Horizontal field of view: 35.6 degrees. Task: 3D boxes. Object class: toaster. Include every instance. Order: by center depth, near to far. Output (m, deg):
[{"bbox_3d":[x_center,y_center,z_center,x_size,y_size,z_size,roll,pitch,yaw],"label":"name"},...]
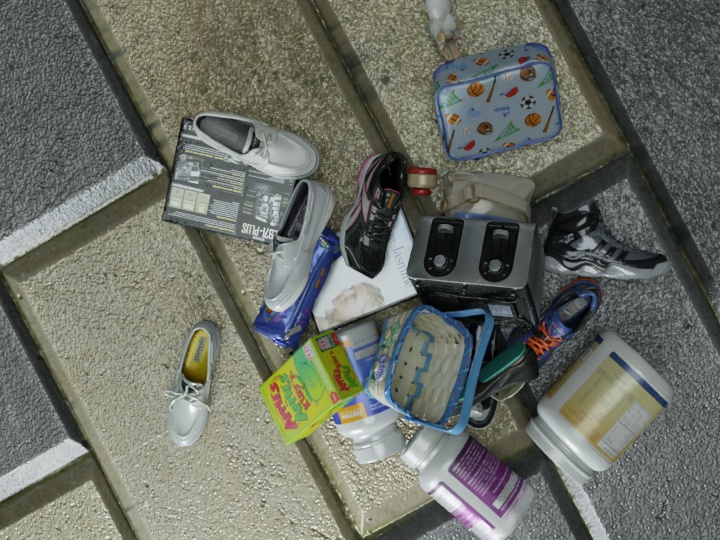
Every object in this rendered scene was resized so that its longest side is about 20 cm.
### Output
[{"bbox_3d":[0.177,0.006,1.638,0.177,0.200,0.121,6,69,19],"label":"toaster"}]

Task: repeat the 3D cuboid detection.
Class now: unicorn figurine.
[{"bbox_3d":[0.124,-0.420,1.701,0.072,0.138,0.204,6,107,-5],"label":"unicorn figurine"}]

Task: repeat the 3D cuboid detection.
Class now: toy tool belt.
[{"bbox_3d":[0.163,-0.087,1.699,0.196,0.125,0.126,4,93,-8],"label":"toy tool belt"}]

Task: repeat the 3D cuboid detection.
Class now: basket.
[{"bbox_3d":[0.103,0.143,1.615,0.138,0.198,0.179,30,70,-35],"label":"basket"}]

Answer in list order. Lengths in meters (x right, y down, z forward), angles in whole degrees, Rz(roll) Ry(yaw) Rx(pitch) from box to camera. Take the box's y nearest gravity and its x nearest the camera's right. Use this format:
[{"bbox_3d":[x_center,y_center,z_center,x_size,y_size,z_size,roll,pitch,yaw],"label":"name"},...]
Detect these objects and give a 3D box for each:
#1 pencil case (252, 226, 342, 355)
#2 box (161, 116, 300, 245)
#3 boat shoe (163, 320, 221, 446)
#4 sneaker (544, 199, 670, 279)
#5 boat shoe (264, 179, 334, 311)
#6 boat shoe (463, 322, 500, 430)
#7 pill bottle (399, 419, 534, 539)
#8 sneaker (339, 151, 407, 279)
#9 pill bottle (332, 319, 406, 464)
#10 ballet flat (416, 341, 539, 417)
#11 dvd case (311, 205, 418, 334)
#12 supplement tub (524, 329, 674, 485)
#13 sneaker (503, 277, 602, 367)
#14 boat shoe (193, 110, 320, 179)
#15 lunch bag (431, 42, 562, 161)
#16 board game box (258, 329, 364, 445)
[{"bbox_3d":[-0.093,0.026,1.729,0.077,0.087,0.203,25,94,-31],"label":"pencil case"},{"bbox_3d":[-0.192,-0.135,1.750,0.196,0.086,0.167,12,92,4],"label":"box"},{"bbox_3d":[-0.267,0.182,1.770,0.073,0.086,0.206,17,93,4],"label":"boat shoe"},{"bbox_3d":[0.375,-0.048,1.707,0.196,0.075,0.116,4,95,8],"label":"sneaker"},{"bbox_3d":[-0.102,-0.039,1.662,0.072,0.068,0.202,31,95,38],"label":"boat shoe"},{"bbox_3d":[0.184,0.148,1.741,0.073,0.062,0.204,4,94,3],"label":"boat shoe"},{"bbox_3d":[0.160,0.318,1.724,0.199,0.112,0.113,40,95,2],"label":"pill bottle"},{"bbox_3d":[0.025,-0.092,1.696,0.079,0.086,0.204,14,74,-24],"label":"sneaker"},{"bbox_3d":[0.002,0.189,1.733,0.110,0.112,0.203,-19,90,6],"label":"pill bottle"},{"bbox_3d":[0.182,0.182,1.689,0.198,0.068,0.069,-28,115,17],"label":"ballet flat"},{"bbox_3d":[0.000,0.000,1.772,0.197,0.018,0.145,-22,90,6],"label":"dvd case"},{"bbox_3d":[0.356,0.207,1.685,0.144,0.144,0.200,43,96,2],"label":"supplement tub"},{"bbox_3d":[0.292,0.088,1.719,0.075,0.078,0.200,42,95,3],"label":"sneaker"},{"bbox_3d":[-0.156,-0.191,1.668,0.197,0.066,0.073,25,93,4],"label":"boat shoe"},{"bbox_3d":[0.203,-0.249,1.692,0.196,0.076,0.162,-12,131,7],"label":"lunch bag"},{"bbox_3d":[-0.078,0.180,1.699,0.047,0.200,0.103,-19,75,-37],"label":"board game box"}]
